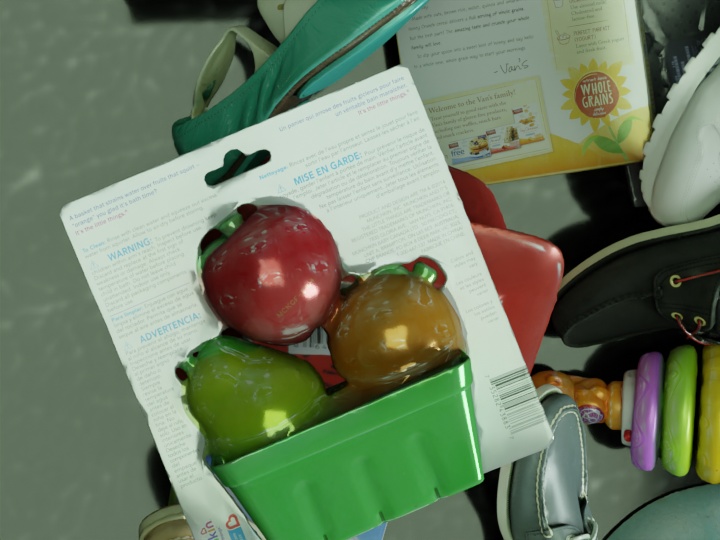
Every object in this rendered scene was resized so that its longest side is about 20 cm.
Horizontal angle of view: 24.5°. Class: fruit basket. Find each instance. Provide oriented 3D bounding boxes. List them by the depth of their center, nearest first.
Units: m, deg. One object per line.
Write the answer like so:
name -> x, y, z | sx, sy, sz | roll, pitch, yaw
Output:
fruit basket -> -0.025, 0.028, 0.806 | 0.184, 0.094, 0.202 | -23, 89, -2

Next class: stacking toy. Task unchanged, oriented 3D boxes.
stacking toy -> 0.192, 0.082, 0.978 | 0.198, 0.117, 0.111 | 4, 52, 11

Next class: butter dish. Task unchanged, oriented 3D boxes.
butter dish -> 0.000, 0.000, 0.932 | 0.198, 0.149, 0.201 | 9, 136, -5

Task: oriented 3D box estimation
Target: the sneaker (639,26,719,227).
sneaker -> 0.229, -0.100, 0.903 | 0.080, 0.076, 0.201 | 40, 110, 25

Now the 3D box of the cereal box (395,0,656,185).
cereal box -> 0.090, -0.154, 0.957 | 0.142, 0.039, 0.202 | -7, 94, 16

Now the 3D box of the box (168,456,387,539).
box -> -0.048, 0.141, 0.924 | 0.121, 0.048, 0.201 | 9, 126, -7

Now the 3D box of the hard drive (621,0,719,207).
hard drive -> 0.240, -0.121, 0.996 | 0.198, 0.042, 0.136 | -14, 95, -6

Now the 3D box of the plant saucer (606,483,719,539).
plant saucer -> 0.227, 0.234, 1.015 | 0.199, 0.039, 0.204 | 0, 92, -7

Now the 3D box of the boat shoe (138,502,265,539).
boat shoe -> -0.055, 0.208, 0.902 | 0.073, 0.070, 0.201 | -24, 124, 18

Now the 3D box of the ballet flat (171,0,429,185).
ballet flat -> -0.043, -0.117, 0.915 | 0.071, 0.067, 0.200 | 49, 125, 2

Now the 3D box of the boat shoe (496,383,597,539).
boat shoe -> 0.123, 0.164, 0.963 | 0.072, 0.061, 0.202 | -20, 115, -45

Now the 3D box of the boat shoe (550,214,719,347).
boat shoe -> 0.196, 0.008, 0.936 | 0.200, 0.073, 0.064 | -19, 64, 26
